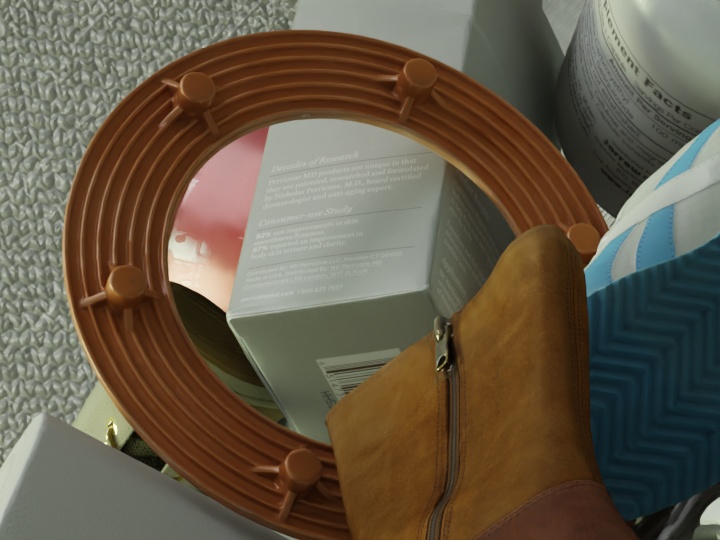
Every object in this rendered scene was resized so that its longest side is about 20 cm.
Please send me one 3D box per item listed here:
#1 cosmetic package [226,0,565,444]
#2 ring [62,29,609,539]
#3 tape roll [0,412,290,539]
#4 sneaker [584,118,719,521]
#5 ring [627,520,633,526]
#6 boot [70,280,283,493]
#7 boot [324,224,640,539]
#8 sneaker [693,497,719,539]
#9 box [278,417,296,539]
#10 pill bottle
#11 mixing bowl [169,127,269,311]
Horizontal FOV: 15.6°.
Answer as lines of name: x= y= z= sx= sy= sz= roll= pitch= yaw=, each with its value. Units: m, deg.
cosmetic package: x=0.020 y=-0.033 z=1.003 sx=0.090 sy=0.107 sz=0.201 roll=-10 pitch=46 yaw=20
ring: x=0.000 y=0.000 z=0.879 sx=0.201 sy=0.200 sz=0.019 roll=-52 pitch=-5 yaw=-34
tape roll: x=-0.090 y=0.165 z=0.850 sx=0.203 sy=0.139 sz=0.203 roll=-60 pitch=8 yaw=15
sneaker: x=0.104 y=0.015 z=0.863 sx=0.200 sy=0.077 sz=0.081 roll=-41 pitch=11 yaw=-24
ring: x=0.037 y=0.121 z=0.929 sx=0.201 sy=0.019 sz=0.200 roll=-48 pitch=5 yaw=5
boot: x=-0.094 y=0.083 z=1.041 sx=0.155 sy=0.072 sz=0.200 roll=-51 pitch=0 yaw=-3
boot: x=0.001 y=0.098 z=0.740 sx=0.188 sy=0.068 sz=0.200 roll=-47 pitch=30 yaw=23
sneaker: x=0.134 y=0.025 z=0.511 sx=0.116 sy=0.076 sz=0.200 roll=-47 pitch=3 yaw=-8
box: x=0.002 y=0.087 z=1.113 sx=0.200 sy=0.097 sz=0.124 roll=-52 pitch=5 yaw=-10
pill bottle: x=0.143 y=-0.097 z=0.963 sx=0.114 sy=0.114 sz=0.200 roll=-51 pitch=-9 yaw=-23
mixing bowl: x=0.014 y=0.008 z=1.265 sx=0.108 sy=0.200 sz=0.200 roll=17 pitch=62 yaw=50
